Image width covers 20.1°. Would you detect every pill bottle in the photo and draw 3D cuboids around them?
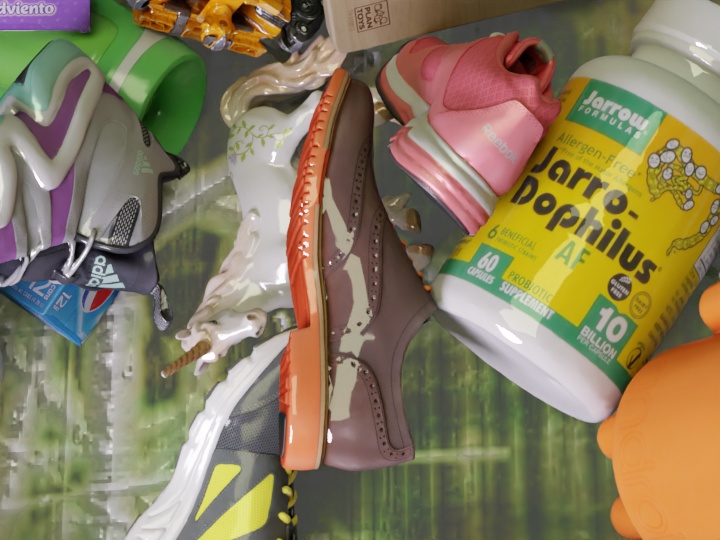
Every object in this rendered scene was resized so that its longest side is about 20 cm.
[{"bbox_3d":[0.131,-0.035,1.022,0.112,0.113,0.201,32,82,20],"label":"pill bottle"}]

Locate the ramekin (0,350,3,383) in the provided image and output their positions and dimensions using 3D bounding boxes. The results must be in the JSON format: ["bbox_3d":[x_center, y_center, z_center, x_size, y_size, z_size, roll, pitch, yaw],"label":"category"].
[{"bbox_3d":[-0.291,0.032,1.056,0.202,0.202,0.094,45,102,21],"label":"ramekin"}]

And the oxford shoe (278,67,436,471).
[{"bbox_3d":[0.000,0.000,1.005,0.072,0.071,0.201,4,80,-6],"label":"oxford shoe"}]

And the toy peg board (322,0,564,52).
[{"bbox_3d":[0.061,-0.238,1.055,0.198,0.201,0.098,-14,48,-5],"label":"toy peg board"}]

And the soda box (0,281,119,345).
[{"bbox_3d":[-0.220,-0.043,1.129,0.199,0.064,0.068,32,82,19],"label":"soda box"}]

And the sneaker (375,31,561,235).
[{"bbox_3d":[0.064,-0.085,1.025,0.087,0.200,0.074,-42,108,13],"label":"sneaker"}]

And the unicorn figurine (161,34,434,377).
[{"bbox_3d":[-0.035,-0.025,1.086,0.136,0.074,0.201,-14,54,9],"label":"unicorn figurine"}]

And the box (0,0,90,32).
[{"bbox_3d":[-0.221,-0.205,1.127,0.136,0.039,0.201,-2,43,-10],"label":"box"}]

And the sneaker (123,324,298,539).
[{"bbox_3d":[-0.057,0.122,1.045,0.084,0.074,0.201,31,91,14],"label":"sneaker"}]

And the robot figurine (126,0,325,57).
[{"bbox_3d":[-0.081,-0.203,1.119,0.144,0.058,0.201,13,60,-26],"label":"robot figurine"}]

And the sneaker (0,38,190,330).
[{"bbox_3d":[-0.155,-0.008,1.011,0.140,0.078,0.200,41,60,-9],"label":"sneaker"}]

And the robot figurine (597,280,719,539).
[{"bbox_3d":[0.195,0.080,0.924,0.116,0.200,0.144,38,59,-19],"label":"robot figurine"}]

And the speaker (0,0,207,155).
[{"bbox_3d":[-0.187,-0.125,1.137,0.199,0.088,0.089,26,80,19],"label":"speaker"}]
